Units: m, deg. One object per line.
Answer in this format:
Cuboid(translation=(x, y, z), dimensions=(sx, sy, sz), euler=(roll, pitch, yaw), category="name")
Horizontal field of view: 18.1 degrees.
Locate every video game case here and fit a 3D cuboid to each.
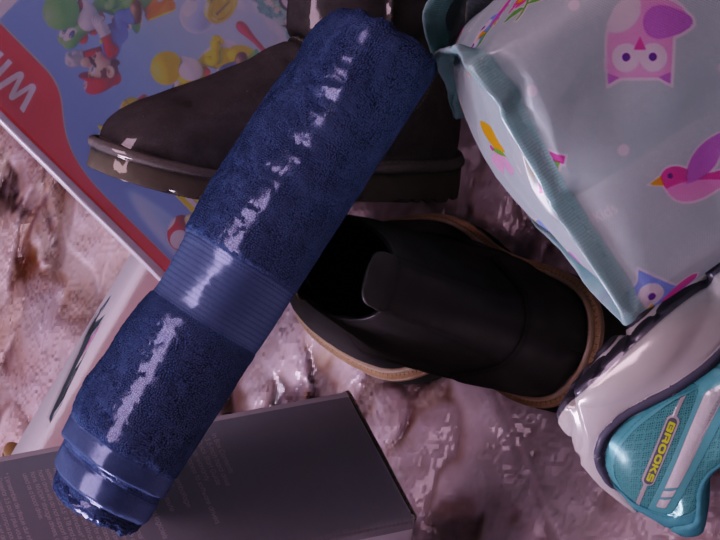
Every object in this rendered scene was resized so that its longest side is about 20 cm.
Cuboid(translation=(-0.057, -0.110, 0.938), dimensions=(0.200, 0.143, 0.017), euler=(-46, 23, -4), category="video game case")

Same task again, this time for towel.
Cuboid(translation=(-0.045, -0.002, 0.804), dimensions=(0.201, 0.048, 0.112), euler=(-57, 3, -3), category="towel")

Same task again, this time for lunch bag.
Cuboid(translation=(0.115, -0.083, 0.784), dimensions=(0.170, 0.122, 0.200), euler=(-33, 10, 2), category="lunch bag")

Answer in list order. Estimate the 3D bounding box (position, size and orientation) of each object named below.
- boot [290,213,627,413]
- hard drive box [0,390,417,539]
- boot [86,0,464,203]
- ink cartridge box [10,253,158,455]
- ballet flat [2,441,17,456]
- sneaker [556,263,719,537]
Cuboid(translation=(0.000, 0.000, 0.936), dimensions=(0.199, 0.138, 0.078), euler=(7, 80, 51), category="boot")
Cuboid(translation=(-0.090, 0.145, 0.901), dimensions=(0.077, 0.198, 0.157), euler=(-120, 30, -43), category="hard drive box")
Cuboid(translation=(-0.020, -0.130, 0.892), dimensions=(0.072, 0.181, 0.202), euler=(25, 113, 51), category="boot")
Cuboid(translation=(-0.089, 0.023, 1.016), dimensions=(0.201, 0.043, 0.174), euler=(-60, 9, -10), category="ink cartridge box")
Cuboid(translation=(-0.119, 0.149, 1.095), dimensions=(0.063, 0.069, 0.201), euler=(-32, 50, 3), category="ballet flat")
Cuboid(translation=(0.162, 0.014, 0.802), dimensions=(0.200, 0.078, 0.080), euler=(-42, 91, 16), category="sneaker")
